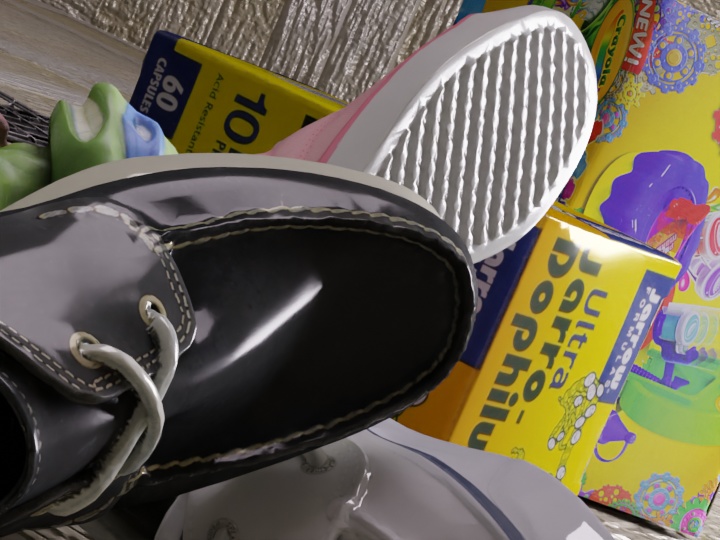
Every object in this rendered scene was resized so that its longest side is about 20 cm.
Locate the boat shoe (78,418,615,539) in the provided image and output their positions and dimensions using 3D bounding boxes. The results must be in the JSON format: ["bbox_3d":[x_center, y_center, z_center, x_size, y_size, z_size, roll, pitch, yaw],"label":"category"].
[{"bbox_3d":[-0.014,0.064,0.472,0.065,0.074,0.200,-15,24,-32],"label":"boat shoe"}]

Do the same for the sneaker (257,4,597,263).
[{"bbox_3d":[-0.015,-0.023,0.722,0.104,0.200,0.075,15,-39,46],"label":"sneaker"}]

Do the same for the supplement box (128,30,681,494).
[{"bbox_3d":[0.000,0.000,0.842,0.200,0.109,0.109,27,7,34],"label":"supplement box"}]

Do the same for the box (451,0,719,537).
[{"bbox_3d":[0.100,-0.019,0.970,0.122,0.201,0.193,21,5,-23],"label":"box"}]

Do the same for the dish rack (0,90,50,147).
[{"bbox_3d":[-0.220,-0.082,1.024,0.200,0.055,0.153,28,9,26],"label":"dish rack"}]

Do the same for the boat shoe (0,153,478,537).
[{"bbox_3d":[-0.060,0.024,0.391,0.199,0.072,0.068,-8,24,-29],"label":"boat shoe"}]

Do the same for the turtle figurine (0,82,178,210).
[{"bbox_3d":[-0.137,-0.059,0.445,0.193,0.200,0.144,-8,45,-9],"label":"turtle figurine"}]
